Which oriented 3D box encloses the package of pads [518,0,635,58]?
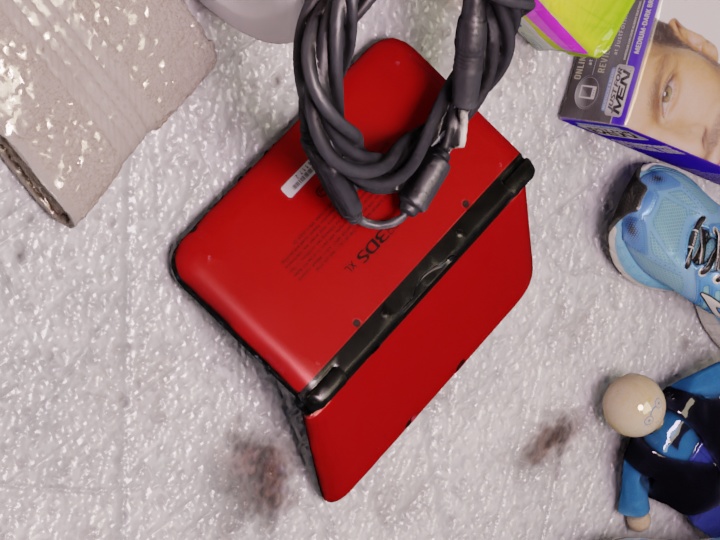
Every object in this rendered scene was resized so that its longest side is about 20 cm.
[{"bbox_3d":[0.128,-0.241,1.501,0.154,0.068,0.200,40,73,-36],"label":"package of pads"}]

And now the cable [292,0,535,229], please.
[{"bbox_3d":[0.029,-0.114,1.350,0.163,0.051,0.200,-47,149,-12],"label":"cable"}]

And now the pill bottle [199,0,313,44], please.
[{"bbox_3d":[-0.007,-0.221,1.363,0.200,0.113,0.113,-45,123,-24],"label":"pill bottle"}]

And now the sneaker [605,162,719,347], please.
[{"bbox_3d":[0.236,-0.005,1.618,0.200,0.090,0.079,33,77,-37],"label":"sneaker"}]

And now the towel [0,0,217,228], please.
[{"bbox_3d":[-0.161,-0.135,1.303,0.133,0.034,0.200,-50,125,-20],"label":"towel"}]

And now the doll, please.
[{"bbox_3d":[0.222,0.116,1.654,0.200,0.048,0.137,33,89,-39],"label":"doll"}]

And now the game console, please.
[{"bbox_3d":[0.000,0.000,1.472,0.172,0.119,0.200,44,66,-3],"label":"game console"}]

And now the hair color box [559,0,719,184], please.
[{"bbox_3d":[0.224,-0.116,1.607,0.200,0.065,0.110,17,87,-39],"label":"hair color box"}]

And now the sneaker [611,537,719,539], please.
[{"bbox_3d":[0.189,0.193,1.624,0.200,0.072,0.072,-7,129,-36],"label":"sneaker"}]
